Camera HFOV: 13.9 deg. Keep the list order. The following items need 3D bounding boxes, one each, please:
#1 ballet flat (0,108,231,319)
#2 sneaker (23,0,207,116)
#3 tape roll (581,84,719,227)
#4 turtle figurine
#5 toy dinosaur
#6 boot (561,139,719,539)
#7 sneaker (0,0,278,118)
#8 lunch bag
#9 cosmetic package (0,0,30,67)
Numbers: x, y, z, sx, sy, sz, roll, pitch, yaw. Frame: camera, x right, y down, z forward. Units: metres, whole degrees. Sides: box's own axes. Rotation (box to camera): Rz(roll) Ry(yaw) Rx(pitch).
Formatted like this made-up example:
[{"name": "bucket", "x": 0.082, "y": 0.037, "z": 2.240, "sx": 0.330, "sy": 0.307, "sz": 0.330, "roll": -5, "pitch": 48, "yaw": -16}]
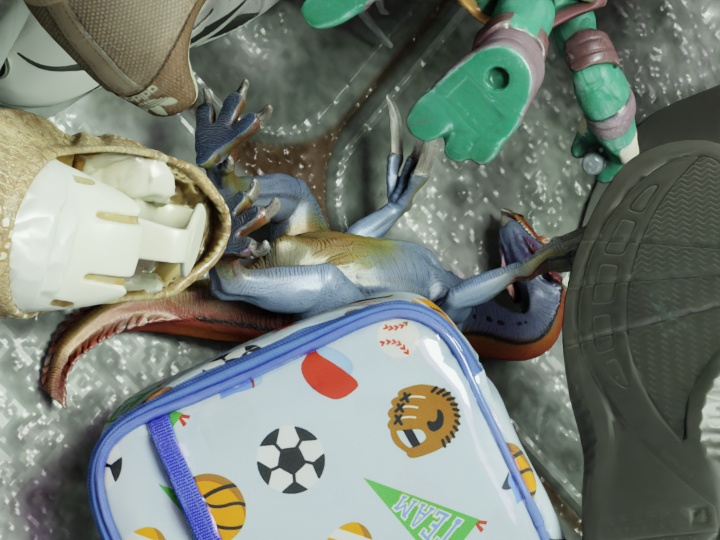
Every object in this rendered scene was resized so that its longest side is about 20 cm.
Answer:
[{"name": "ballet flat", "x": -0.093, "y": -0.017, "z": 0.968, "sx": 0.200, "sy": 0.065, "sz": 0.071, "roll": -20, "pitch": 121, "yaw": -71}, {"name": "sneaker", "x": -0.049, "y": -0.130, "z": 0.966, "sx": 0.076, "sy": 0.070, "sz": 0.200, "roll": 56, "pitch": 45, "yaw": -26}, {"name": "tape roll", "x": 0.207, "y": 0.007, "z": 1.204, "sx": 0.202, "sy": 0.139, "sz": 0.203, "roll": 8, "pitch": 75, "yaw": -30}, {"name": "turtle figurine", "x": 0.047, "y": -0.101, "z": 1.095, "sx": 0.149, "sy": 0.101, "sz": 0.200, "roll": 30, "pitch": 18, "yaw": 10}, {"name": "toy dinosaur", "x": 0.000, "y": 0.000, "z": 1.135, "sx": 0.181, "sy": 0.200, "sz": 0.105, "roll": 40, "pitch": 20, "yaw": -44}, {"name": "boot", "x": 0.127, "y": 0.069, "z": 1.085, "sx": 0.151, "sy": 0.073, "sz": 0.201, "roll": 51, "pitch": 36, "yaw": -62}, {"name": "sneaker", "x": -0.062, "y": -0.120, "z": 1.097, "sx": 0.200, "sy": 0.088, "sz": 0.074, "roll": -40, "pitch": 99, "yaw": -34}, {"name": "lunch bag", "x": -0.005, "y": 0.118, "z": 1.049, "sx": 0.160, "sy": 0.076, "sz": 0.201, "roll": -23, "pitch": 96, "yaw": -2}, {"name": "cosmetic package", "x": -0.209, "y": -0.086, "z": 0.918, "sx": 0.165, "sy": 0.165, "sz": 0.200, "roll": 23, "pitch": 65, "yaw": 4}]
